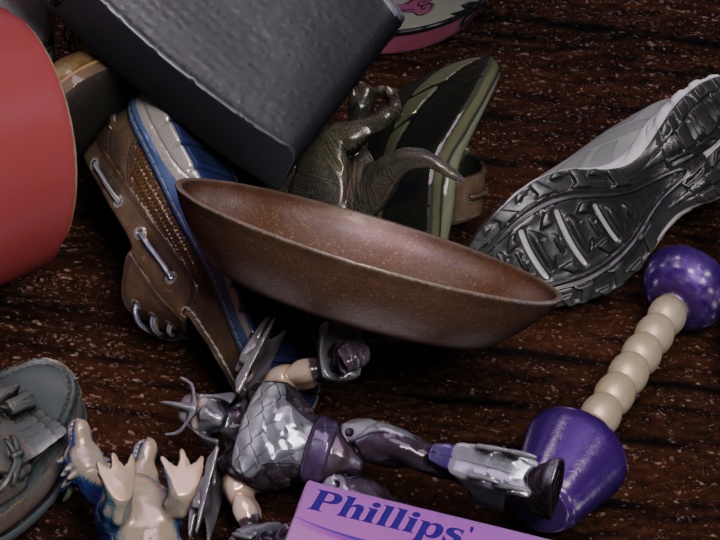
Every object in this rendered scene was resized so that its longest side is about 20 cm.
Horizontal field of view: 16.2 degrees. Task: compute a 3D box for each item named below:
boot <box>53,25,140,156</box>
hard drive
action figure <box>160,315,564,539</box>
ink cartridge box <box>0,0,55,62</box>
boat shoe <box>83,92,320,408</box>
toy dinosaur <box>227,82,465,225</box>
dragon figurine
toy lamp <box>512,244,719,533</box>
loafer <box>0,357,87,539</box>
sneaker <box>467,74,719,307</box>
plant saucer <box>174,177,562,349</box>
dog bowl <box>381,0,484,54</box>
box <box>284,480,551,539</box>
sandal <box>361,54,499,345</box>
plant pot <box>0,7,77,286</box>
[{"bbox_3d":[-0.144,-0.117,1.404,0.076,0.074,0.200,47,19,3],"label":"boot"},{"bbox_3d":[-0.080,-0.154,1.315,0.200,0.042,0.135,40,72,-10],"label":"hard drive"},{"bbox_3d":[-0.004,0.092,1.220,0.199,0.131,0.069,18,-3,10],"label":"action figure"},{"bbox_3d":[-0.239,-0.162,1.398,0.143,0.201,0.084,3,38,-6],"label":"ink cartridge box"},{"bbox_3d":[-0.085,0.001,1.330,0.072,0.072,0.201,20,41,-58],"label":"boat shoe"},{"bbox_3d":[-0.027,-0.059,1.387,0.199,0.103,0.077,20,0,23],"label":"toy dinosaur"},{"bbox_3d":[-0.100,0.148,1.173,0.058,0.100,0.201,-4,62,-15],"label":"dragon figurine"},{"bbox_3d":[0.134,0.063,1.309,0.058,0.059,0.200,24,43,18],"label":"toy lamp"},{"bbox_3d":[-0.195,0.099,1.212,0.071,0.063,0.200,24,44,18],"label":"loafer"},{"bbox_3d":[0.138,-0.038,1.421,0.199,0.079,0.074,-32,98,-22],"label":"sneaker"},{"bbox_3d":[0.000,0.000,1.249,0.199,0.037,0.200,16,8,-2],"label":"plant saucer"},{"bbox_3d":[0.001,-0.212,1.584,0.198,0.074,0.201,4,42,-3],"label":"dog bowl"},{"bbox_3d":[0.032,0.210,1.096,0.175,0.097,0.201,13,41,7],"label":"box"},{"bbox_3d":[0.034,-0.036,1.406,0.079,0.057,0.202,-12,48,37],"label":"sandal"},{"bbox_3d":[-0.254,-0.055,1.294,0.176,0.201,0.201,-13,44,-33],"label":"plant pot"}]
